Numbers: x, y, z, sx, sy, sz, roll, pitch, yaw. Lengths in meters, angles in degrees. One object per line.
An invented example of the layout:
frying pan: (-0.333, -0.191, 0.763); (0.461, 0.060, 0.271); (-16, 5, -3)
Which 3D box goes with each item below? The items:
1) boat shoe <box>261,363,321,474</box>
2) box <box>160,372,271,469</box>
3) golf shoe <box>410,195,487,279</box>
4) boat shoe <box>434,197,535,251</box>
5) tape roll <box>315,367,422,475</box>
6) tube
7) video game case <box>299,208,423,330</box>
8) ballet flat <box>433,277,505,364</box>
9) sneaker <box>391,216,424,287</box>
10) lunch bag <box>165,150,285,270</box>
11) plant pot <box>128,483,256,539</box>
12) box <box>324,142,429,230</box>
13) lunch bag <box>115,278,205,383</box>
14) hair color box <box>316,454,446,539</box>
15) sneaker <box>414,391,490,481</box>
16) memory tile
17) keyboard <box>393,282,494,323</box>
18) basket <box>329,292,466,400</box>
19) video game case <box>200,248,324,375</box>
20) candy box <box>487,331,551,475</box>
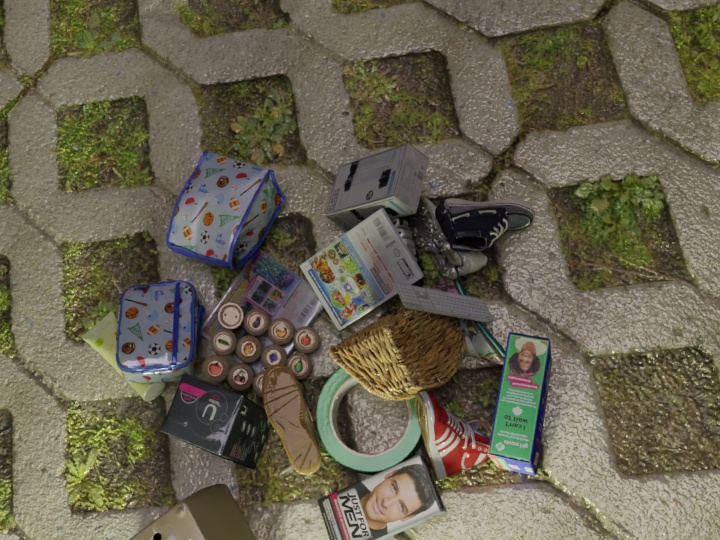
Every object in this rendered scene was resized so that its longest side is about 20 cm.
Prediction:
boat shoe: (-0.123, 0.268, 1.531); (0.073, 0.069, 0.203); (-19, 76, -3)
box: (-0.243, 0.265, 1.488); (0.120, 0.200, 0.108); (17, 75, 15)
golf shoe: (0.162, -0.064, 1.605); (0.096, 0.079, 0.202); (-6, 50, -29)
boat shoe: (0.236, -0.075, 1.550); (0.196, 0.075, 0.094); (-1, 49, -16)
tape roll: (0.021, 0.258, 1.524); (0.196, 0.048, 0.204); (-4, 71, 10)
tube: (-0.453, 0.167, 1.644); (0.200, 0.058, 0.052); (43, 121, 24)
video game case: (0.000, 0.000, 1.564); (0.199, 0.018, 0.145); (-33, 89, 24)
ballet flat: (0.191, 0.101, 1.541); (0.071, 0.069, 0.202); (-36, 63, 10)
sneaker: (0.063, -0.029, 1.605); (0.089, 0.066, 0.204); (-21, 72, 29)
lunch bag: (-0.265, -0.105, 1.656); (0.167, 0.124, 0.202); (15, 65, 24)
plant pot: (-0.288, 0.489, 1.432); (0.198, 0.177, 0.201); (-35, 69, -3)
box: (0.028, -0.153, 1.595); (0.198, 0.060, 0.119); (-9, 58, 49)
lunch bag: (-0.375, 0.110, 1.611); (0.157, 0.076, 0.203); (-4, 57, -1)
hair color box: (0.036, 0.400, 1.453); (0.197, 0.061, 0.100); (-26, 68, 9)
sneaker: (0.157, 0.264, 1.430); (0.110, 0.202, 0.072); (-17, 40, -2)
memory tile: (-0.183, 0.154, 1.579); (0.196, 0.017, 0.156); (17, 80, -1)
keyboard: (0.146, 0.055, 1.477); (0.011, 0.197, 0.057); (-53, 40, 35)
basket: (0.072, 0.147, 1.480); (0.148, 0.199, 0.145); (-27, 90, 38)
video game case: (-0.185, 0.086, 1.635); (0.181, 0.024, 0.201); (32, 80, 19)
candy box: (0.269, 0.226, 1.423); (0.076, 0.169, 0.204); (6, 72, 16)
